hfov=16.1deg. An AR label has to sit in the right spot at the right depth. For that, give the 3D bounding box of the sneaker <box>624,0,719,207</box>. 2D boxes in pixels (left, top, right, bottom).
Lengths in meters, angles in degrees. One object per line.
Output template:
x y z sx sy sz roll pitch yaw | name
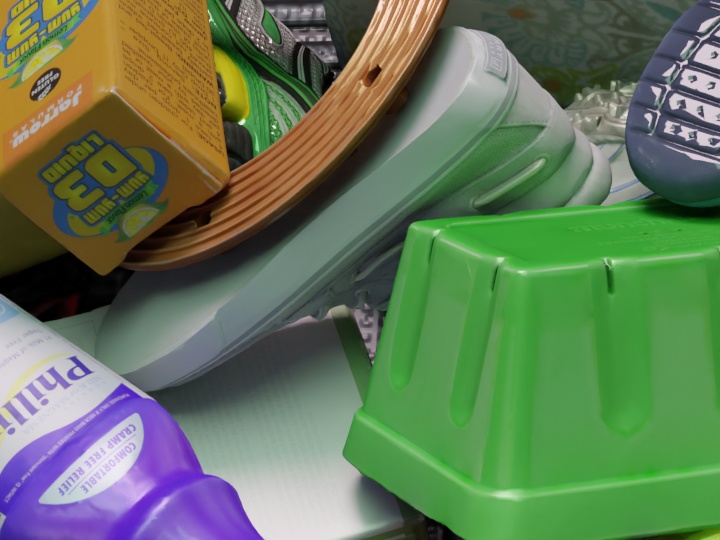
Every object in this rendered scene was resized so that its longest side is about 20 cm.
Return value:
0.172 -0.081 0.962 0.074 0.082 0.200 28 57 28 | sneaker

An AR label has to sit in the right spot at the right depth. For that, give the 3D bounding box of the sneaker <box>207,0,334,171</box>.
-0.059 -0.083 1.107 0.085 0.078 0.200 14 34 -30 | sneaker

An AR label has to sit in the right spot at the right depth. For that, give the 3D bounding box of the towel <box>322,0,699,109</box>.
0.073 -0.133 1.055 0.200 0.171 0.048 11 51 17 | towel

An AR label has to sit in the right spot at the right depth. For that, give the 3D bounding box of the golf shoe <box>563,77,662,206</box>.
0.093 -0.028 1.030 0.200 0.097 0.078 3 13 11 | golf shoe

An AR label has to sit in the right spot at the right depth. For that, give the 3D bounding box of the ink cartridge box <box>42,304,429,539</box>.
-0.087 0.078 0.979 0.200 0.048 0.146 -16 50 -5 | ink cartridge box

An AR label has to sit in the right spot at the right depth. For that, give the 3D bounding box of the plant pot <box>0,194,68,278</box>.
-0.228 -0.072 1.038 0.189 0.201 0.201 -21 49 10 | plant pot

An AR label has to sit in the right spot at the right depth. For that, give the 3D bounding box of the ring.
-0.035 -0.082 0.974 0.200 0.019 0.201 -30 39 28 | ring

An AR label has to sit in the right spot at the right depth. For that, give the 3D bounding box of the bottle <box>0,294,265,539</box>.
-0.102 0.077 0.908 0.200 0.065 0.084 33 60 29 | bottle

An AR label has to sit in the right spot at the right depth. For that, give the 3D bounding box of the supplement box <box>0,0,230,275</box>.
-0.101 -0.092 0.984 0.067 0.069 0.200 -35 38 19 | supplement box

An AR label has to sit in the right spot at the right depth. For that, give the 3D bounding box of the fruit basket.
0.110 0.082 0.905 0.215 0.216 0.155 -27 21 -16 | fruit basket

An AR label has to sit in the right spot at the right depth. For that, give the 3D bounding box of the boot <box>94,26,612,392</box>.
0.000 0.000 0.957 0.200 0.096 0.074 -36 35 21 | boot
